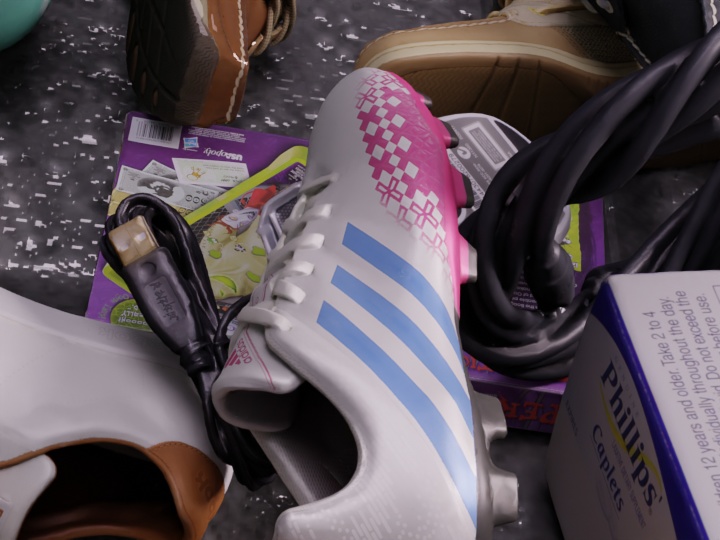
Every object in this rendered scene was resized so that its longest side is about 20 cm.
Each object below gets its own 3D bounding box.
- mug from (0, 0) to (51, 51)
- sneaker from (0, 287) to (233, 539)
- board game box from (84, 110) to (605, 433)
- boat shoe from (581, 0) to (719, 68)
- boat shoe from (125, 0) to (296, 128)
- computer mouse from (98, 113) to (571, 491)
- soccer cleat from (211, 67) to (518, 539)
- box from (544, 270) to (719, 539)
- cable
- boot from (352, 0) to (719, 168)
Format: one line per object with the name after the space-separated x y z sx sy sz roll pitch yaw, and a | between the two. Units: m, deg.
-0.180 -0.173 0.857 0.114 0.153 0.186 -1 45 -18 | mug
-0.140 0.049 0.695 0.198 0.073 0.085 11 41 -4 | sneaker
-0.002 0.000 0.811 0.198 0.032 0.120 9 41 -4 | board game box
0.108 -0.134 0.844 0.060 0.076 0.201 9 37 -22 | boat shoe
-0.060 -0.128 0.886 0.073 0.076 0.201 10 34 -17 | boat shoe
0.000 0.000 0.754 0.199 0.044 0.110 -23 67 -40 | computer mouse
-0.007 0.010 0.662 0.086 0.070 0.201 4 51 -18 | soccer cleat
0.184 0.099 0.697 0.198 0.105 0.185 -1 46 -15 | box
0.109 -0.037 0.712 0.162 0.200 0.051 -11 59 -31 | cable
0.070 -0.117 0.910 0.199 0.073 0.156 -4 50 -23 | boot
